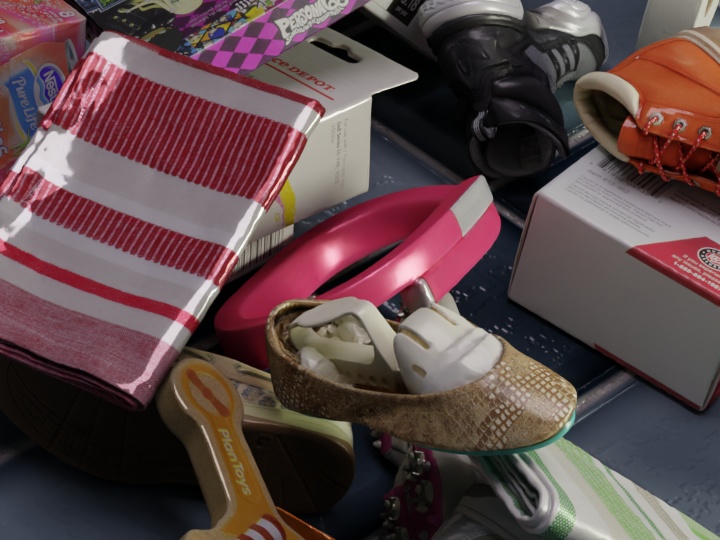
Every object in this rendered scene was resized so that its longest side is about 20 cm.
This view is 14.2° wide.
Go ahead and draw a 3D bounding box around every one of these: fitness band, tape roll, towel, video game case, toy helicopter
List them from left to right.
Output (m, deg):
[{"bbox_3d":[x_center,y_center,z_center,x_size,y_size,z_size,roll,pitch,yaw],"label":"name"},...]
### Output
[{"bbox_3d":[-0.125,-0.032,1.521,0.143,0.023,0.201,20,64,23],"label":"towel"},{"bbox_3d":[-0.072,-0.185,1.674,0.199,0.036,0.181,-32,41,-13],"label":"video game case"},{"bbox_3d":[-0.047,0.131,1.454,0.132,0.079,0.201,4,53,-43],"label":"toy helicopter"},{"bbox_3d":[0.000,0.000,1.629,0.143,0.038,0.200,-18,15,34],"label":"fitness band"},{"bbox_3d":[0.137,0.138,1.475,0.200,0.031,0.149,33,11,-26],"label":"towel"},{"bbox_3d":[0.232,-0.224,1.929,0.037,0.204,0.203,21,37,8],"label":"tape roll"}]

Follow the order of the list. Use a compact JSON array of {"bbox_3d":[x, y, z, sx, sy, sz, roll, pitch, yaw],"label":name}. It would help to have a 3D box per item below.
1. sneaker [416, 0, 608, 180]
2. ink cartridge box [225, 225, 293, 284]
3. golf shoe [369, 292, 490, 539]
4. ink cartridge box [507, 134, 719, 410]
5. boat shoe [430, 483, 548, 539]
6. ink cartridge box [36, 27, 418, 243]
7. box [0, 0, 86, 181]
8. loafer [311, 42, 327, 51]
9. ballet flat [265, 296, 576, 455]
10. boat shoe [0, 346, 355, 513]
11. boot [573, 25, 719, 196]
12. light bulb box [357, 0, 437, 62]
[{"bbox_3d":[0.106,-0.114,1.850,0.200,0.075,0.114,8,67,-59],"label":"sneaker"},{"bbox_3d":[-0.164,-0.036,1.692,0.199,0.050,0.161,23,36,33],"label":"ink cartridge box"},{"bbox_3d":[0.056,0.090,1.579,0.091,0.075,0.201,13,44,-17],"label":"golf shoe"},{"bbox_3d":[0.206,-0.022,1.754,0.145,0.083,0.200,31,40,21],"label":"ink cartridge box"},{"bbox_3d":[0.118,0.191,1.455,0.202,0.074,0.065,39,77,8],"label":"boat shoe"},{"bbox_3d":[-0.073,-0.074,1.654,0.199,0.068,0.117,-25,40,-37],"label":"ink cartridge box"},{"bbox_3d":[-0.250,-0.132,1.703,0.094,0.103,0.200,-15,34,-32],"label":"box"},{"bbox_3d":[-0.078,-0.137,1.796,0.073,0.072,0.200,24,28,14],"label":"loafer"},{"bbox_3d":[0.021,0.048,1.455,0.199,0.066,0.071,4,38,43],"label":"ballet flat"},{"bbox_3d":[-0.099,0.074,1.546,0.199,0.074,0.063,20,29,-11],"label":"boat shoe"},{"bbox_3d":[0.209,-0.068,1.693,0.107,0.075,0.200,-14,38,-28],"label":"boot"},{"bbox_3d":[0.040,-0.260,1.847,0.125,0.201,0.198,35,4,25],"label":"light bulb box"}]
